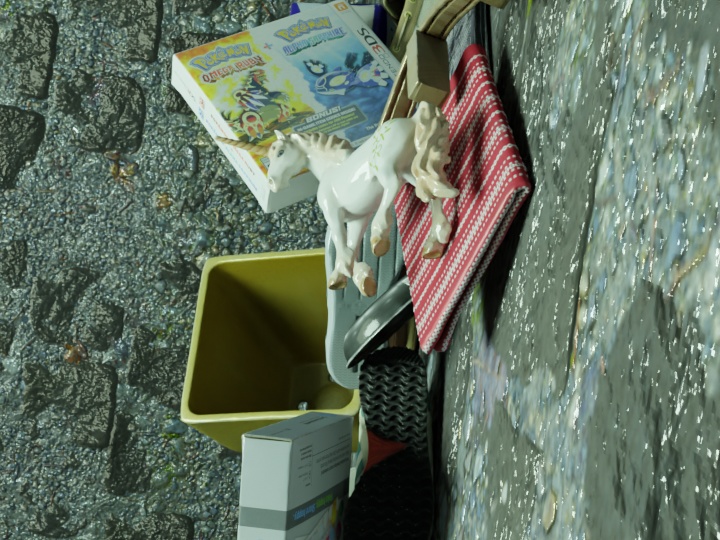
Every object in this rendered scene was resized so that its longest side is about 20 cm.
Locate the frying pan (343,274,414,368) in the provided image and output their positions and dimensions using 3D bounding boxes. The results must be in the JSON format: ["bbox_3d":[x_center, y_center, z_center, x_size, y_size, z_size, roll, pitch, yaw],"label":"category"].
[{"bbox_3d":[0.030,0.025,0.901,0.115,0.031,0.190,-41,-9,-13],"label":"frying pan"}]

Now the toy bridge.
[{"bbox_3d":[0.049,-0.145,0.841,0.067,0.027,0.200,-90,23,-43],"label":"toy bridge"}]

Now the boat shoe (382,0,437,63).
[{"bbox_3d":[0.057,-0.280,1.220,0.074,0.066,0.201,106,170,-61],"label":"boat shoe"}]

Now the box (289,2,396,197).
[{"bbox_3d":[-0.012,-0.182,1.326,0.200,0.105,0.185,26,-111,-72],"label":"box"}]

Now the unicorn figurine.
[{"bbox_3d":[-0.004,-0.057,0.823,0.200,0.074,0.138,-21,64,34],"label":"unicorn figurine"}]

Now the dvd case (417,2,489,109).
[{"bbox_3d":[0.074,-0.125,0.961,0.149,0.016,0.200,114,166,-46],"label":"dvd case"}]

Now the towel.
[{"bbox_3d":[0.067,-0.055,0.809,0.200,0.022,0.145,-97,27,-54],"label":"towel"}]

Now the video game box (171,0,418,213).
[{"bbox_3d":[-0.050,-0.163,1.119,0.182,0.200,0.047,51,151,27],"label":"video game box"}]

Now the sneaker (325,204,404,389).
[{"bbox_3d":[0.000,0.000,1.011,0.071,0.073,0.201,-99,18,-69],"label":"sneaker"}]

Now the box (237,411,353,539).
[{"bbox_3d":[-0.048,0.212,0.859,0.156,0.041,0.201,6,-91,-75],"label":"box"}]

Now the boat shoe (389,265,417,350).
[{"bbox_3d":[0.023,0.035,1.111,0.072,0.067,0.201,-88,7,-52],"label":"boat shoe"}]

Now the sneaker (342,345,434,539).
[{"bbox_3d":[0.029,0.167,0.935,0.093,0.070,0.200,68,-158,-62],"label":"sneaker"}]

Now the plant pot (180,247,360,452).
[{"bbox_3d":[-0.059,0.110,1.294,0.200,0.193,0.196,60,-150,-57],"label":"plant pot"}]

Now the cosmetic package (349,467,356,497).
[{"bbox_3d":[-0.020,0.242,1.045,0.105,0.071,0.200,61,167,8],"label":"cosmetic package"}]
